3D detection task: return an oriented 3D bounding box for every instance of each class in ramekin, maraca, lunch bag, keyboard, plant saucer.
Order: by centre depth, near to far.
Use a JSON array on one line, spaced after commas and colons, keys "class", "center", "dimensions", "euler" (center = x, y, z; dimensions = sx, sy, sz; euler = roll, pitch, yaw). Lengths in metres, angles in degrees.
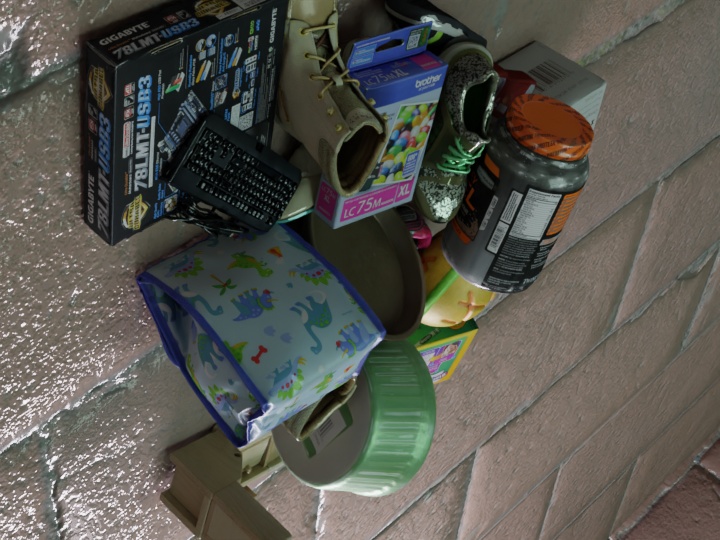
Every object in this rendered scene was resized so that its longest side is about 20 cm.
[{"class": "keyboard", "center": [-0.115, -0.071, 1.204], "dimensions": [0.105, 0.040, 0.200], "euler": [-55, 153, 4]}, {"class": "lunch bag", "center": [-0.106, 0.048, 1.284], "dimensions": [0.169, 0.201, 0.128], "euler": [-29, 165, -35]}, {"class": "plant saucer", "center": [0.002, -0.013, 1.420], "dimensions": [0.029, 0.202, 0.199], "euler": [-26, 168, 34]}, {"class": "ramekin", "center": [-0.016, 0.163, 1.489], "dimensions": [0.097, 0.200, 0.202], "euler": [7, 117, -46]}, {"class": "maraca", "center": [0.133, -0.012, 1.566], "dimensions": [0.200, 0.107, 0.137], "euler": [-47, 177, -4]}]

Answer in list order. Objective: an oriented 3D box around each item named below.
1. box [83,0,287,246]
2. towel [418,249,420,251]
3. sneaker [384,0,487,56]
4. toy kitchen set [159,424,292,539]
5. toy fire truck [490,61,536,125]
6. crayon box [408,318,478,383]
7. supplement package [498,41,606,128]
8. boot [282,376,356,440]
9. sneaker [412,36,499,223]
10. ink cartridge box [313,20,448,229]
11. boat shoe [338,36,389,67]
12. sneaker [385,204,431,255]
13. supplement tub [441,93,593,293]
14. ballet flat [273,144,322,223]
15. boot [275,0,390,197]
[{"class": "box", "center": [-0.157, -0.143, 1.140], "dimensions": [0.198, 0.050, 0.201], "euler": [-31, 146, -36]}, {"class": "towel", "center": [0.053, 0.033, 1.668], "dimensions": [0.148, 0.049, 0.200], "euler": [-52, 153, -3]}, {"class": "sneaker", "center": [0.077, -0.237, 1.371], "dimensions": [0.083, 0.072, 0.199], "euler": [-57, 152, 11]}, {"class": "toy kitchen set", "center": [-0.120, 0.295, 1.560], "dimensions": [0.199, 0.180, 0.164], "euler": [-23, 142, -44]}, {"class": "toy fire truck", "center": [0.123, -0.151, 1.469], "dimensions": [0.201, 0.112, 0.167], "euler": [-55, 157, 22]}, {"class": "crayon box", "center": [0.045, 0.112, 1.662], "dimensions": [0.198, 0.059, 0.119], "euler": [-14, 148, -30]}, {"class": "supplement package", "center": [0.215, -0.163, 1.619], "dimensions": [0.117, 0.117, 0.201], "euler": [-34, 148, -35]}, {"class": "boot", "center": [-0.056, 0.070, 1.409], "dimensions": [0.201, 0.154, 0.072], "euler": [-53, 152, -3]}, {"class": "sneaker", "center": [0.101, -0.137, 1.335], "dimensions": [0.076, 0.089, 0.202], "euler": [0, 115, -20]}, {"class": "ink cartridge box", "center": [0.023, -0.145, 1.285], "dimensions": [0.119, 0.042, 0.202], "euler": [-22, 137, -39]}, {"class": "boat shoe", "center": [0.019, -0.192, 1.342], "dimensions": [0.200, 0.064, 0.073], "euler": [26, 80, -60]}, {"class": "sneaker", "center": [0.000, 0.000, 1.520], "dimensions": [0.200, 0.074, 0.081], "euler": [-49, 152, -7]}, {"class": "supplement tub", "center": [0.174, -0.084, 1.403], "dimensions": [0.122, 0.122, 0.201], "euler": [-22, 144, -44]}, {"class": "ballet flat", "center": [-0.035, -0.116, 1.358], "dimensions": [0.199, 0.069, 0.070], "euler": [-31, 146, -39]}, {"class": "boot", "center": [-0.029, -0.184, 1.170], "dimensions": [0.071, 0.155, 0.202], "euler": [-15, 138, -27]}]
